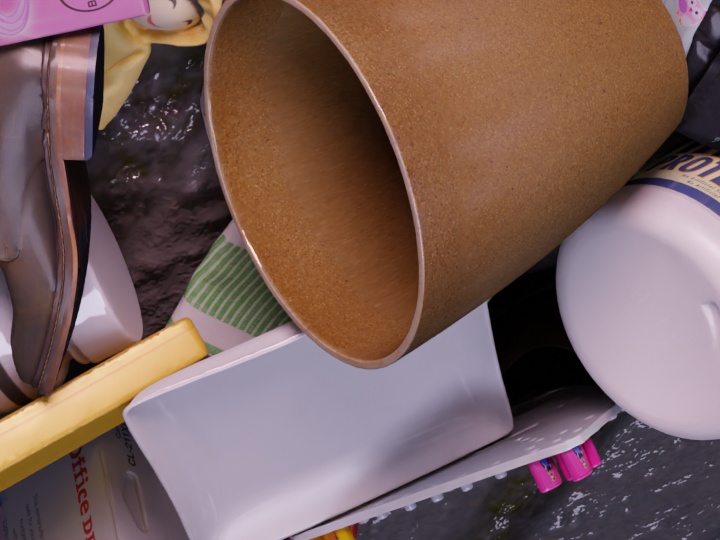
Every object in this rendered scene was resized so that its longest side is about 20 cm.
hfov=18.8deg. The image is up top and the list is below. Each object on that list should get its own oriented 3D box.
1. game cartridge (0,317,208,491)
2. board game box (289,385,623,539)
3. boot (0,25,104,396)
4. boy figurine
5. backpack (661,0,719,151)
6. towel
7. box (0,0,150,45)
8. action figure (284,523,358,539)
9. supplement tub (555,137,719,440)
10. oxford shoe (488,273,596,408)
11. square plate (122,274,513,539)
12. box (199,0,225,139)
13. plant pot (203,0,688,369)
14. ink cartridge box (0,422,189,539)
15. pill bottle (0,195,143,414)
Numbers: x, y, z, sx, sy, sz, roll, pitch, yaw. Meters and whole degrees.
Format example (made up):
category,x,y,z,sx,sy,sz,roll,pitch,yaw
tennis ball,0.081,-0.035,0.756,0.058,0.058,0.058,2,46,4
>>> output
category,x,y,z,sx,sy,sz,roll,pitch,yaw
game cartridge,-0.176,0.088,1.196,0.176,0.033,0.200,-29,176,-15
board game box,0.083,0.111,1.300,0.199,0.026,0.200,-22,-178,29
boot,-0.178,-0.033,1.052,0.096,0.075,0.201,7,118,-4
boy figurine,-0.152,-0.110,1.074,0.199,0.065,0.125,-19,133,7
backpack,0.223,-0.156,1.100,0.166,0.127,0.200,12,131,-21
towel,0.000,0.000,1.193,0.152,0.023,0.200,28,125,-18
box,-0.206,-0.185,0.946,0.199,0.097,0.176,-12,139,-5
action figure,-0.031,0.158,1.425,0.065,0.052,0.201,-1,142,-10
supplement tub,0.219,-0.012,1.193,0.200,0.145,0.145,-32,152,-37
oxford shoe,0.157,0.027,1.316,0.199,0.085,0.073,-31,136,13
square plate,-0.019,0.074,1.179,0.197,0.029,0.200,-24,147,-4
box,0.022,-0.118,1.144,0.199,0.035,0.110,-2,137,-17
plant pot,0.056,-0.075,1.053,0.199,0.187,0.187,-23,144,-26
ink cartridge box,-0.184,0.204,1.349,0.083,0.146,0.200,24,125,-39
pill bottle,-0.226,0.029,1.165,0.199,0.114,0.114,-22,139,5
